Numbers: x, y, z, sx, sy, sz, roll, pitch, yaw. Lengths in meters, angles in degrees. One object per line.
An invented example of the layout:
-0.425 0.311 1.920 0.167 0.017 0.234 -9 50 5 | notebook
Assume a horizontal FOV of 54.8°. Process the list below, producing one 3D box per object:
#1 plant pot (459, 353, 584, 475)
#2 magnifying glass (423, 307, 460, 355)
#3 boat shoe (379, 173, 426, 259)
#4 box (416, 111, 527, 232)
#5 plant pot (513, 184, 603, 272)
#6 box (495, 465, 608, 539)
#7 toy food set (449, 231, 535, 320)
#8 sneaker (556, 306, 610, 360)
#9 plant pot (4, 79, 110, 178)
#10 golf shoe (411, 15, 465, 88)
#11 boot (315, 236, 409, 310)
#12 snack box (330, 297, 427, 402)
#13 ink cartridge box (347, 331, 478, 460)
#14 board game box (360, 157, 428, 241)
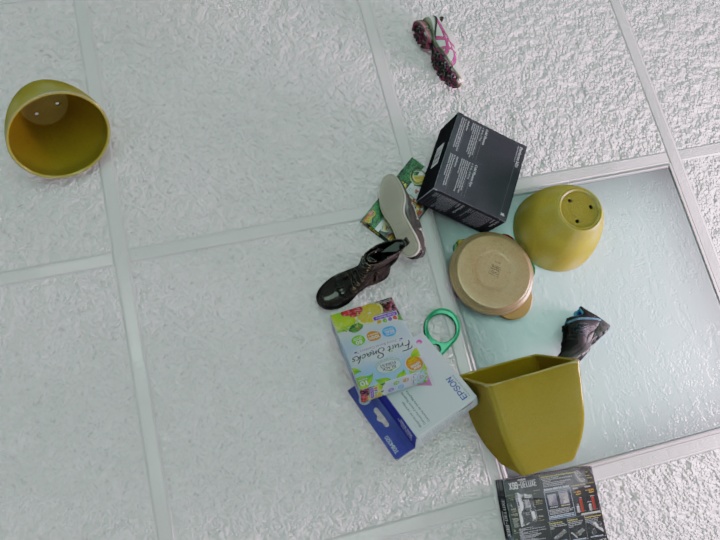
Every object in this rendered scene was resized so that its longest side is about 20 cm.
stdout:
0.333 0.292 1.398 0.195 0.194 0.200 -14 90 -11 | plant pot
0.160 0.176 1.490 0.079 0.022 0.200 19 71 -2 | magnifying glass
0.093 -0.116 1.530 0.067 0.057 0.200 -24 72 23 | boat shoe
0.249 -0.215 1.555 0.182 0.104 0.200 24 72 -11 | box
0.460 -0.111 1.549 0.200 0.142 0.201 2 74 -7 | plant pot
0.388 0.492 1.413 0.200 0.050 0.158 -7 75 -10 | box
0.292 0.006 1.541 0.200 0.049 0.198 8 73 -5 | toy food set
0.459 0.149 1.496 0.082 0.073 0.200 43 44 15 | sneaker
-0.640 -0.314 1.441 0.200 0.200 0.142 -28 53 -14 | plant pot
0.208 -0.533 1.673 0.092 0.073 0.200 -24 78 -15 | golf shoe
0.000 0.000 1.436 0.200 0.174 0.069 -31 80 -15 | boot
0.035 0.156 1.413 0.142 0.053 0.200 -17 48 -9 | snack box
0.099 0.246 1.395 0.200 0.043 0.196 -32 51 -11 | ink cartridge box
0.099 -0.154 1.575 0.105 0.023 0.200 36 72 5 | board game box
